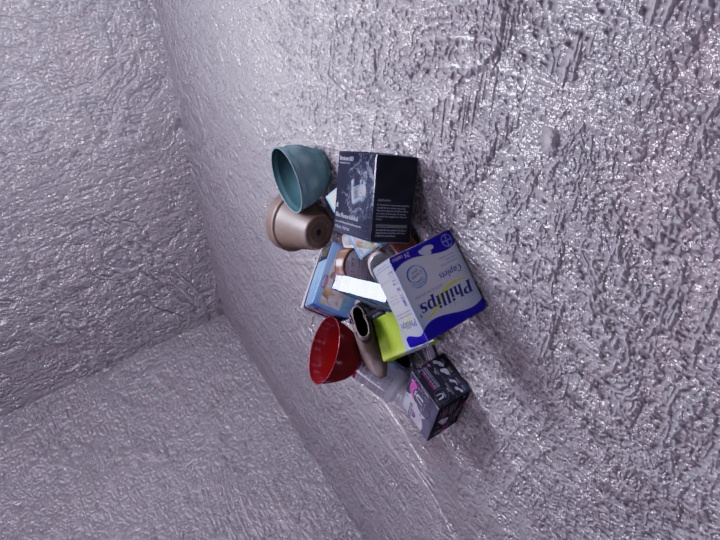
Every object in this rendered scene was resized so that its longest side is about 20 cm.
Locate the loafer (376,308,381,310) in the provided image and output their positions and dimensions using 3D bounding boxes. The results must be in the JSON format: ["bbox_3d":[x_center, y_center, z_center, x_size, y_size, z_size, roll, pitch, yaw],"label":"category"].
[{"bbox_3d":[0.081,0.070,1.717,0.072,0.072,0.199,67,156,-3],"label":"loafer"}]

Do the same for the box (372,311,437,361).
[{"bbox_3d":[0.125,0.160,1.640,0.199,0.047,0.124,-29,70,43],"label":"box"}]

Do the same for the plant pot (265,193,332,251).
[{"bbox_3d":[-0.178,-0.145,1.947,0.173,0.198,0.204,23,133,46],"label":"plant pot"}]

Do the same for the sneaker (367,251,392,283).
[{"bbox_3d":[0.076,-0.001,1.574,0.199,0.076,0.105,33,-170,-37],"label":"sneaker"}]

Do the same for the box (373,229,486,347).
[{"bbox_3d":[0.158,0.041,1.387,0.203,0.182,0.105,64,155,4],"label":"box"}]

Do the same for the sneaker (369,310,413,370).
[{"bbox_3d":[0.100,0.204,1.766,0.202,0.079,0.096,56,176,-18],"label":"sneaker"}]

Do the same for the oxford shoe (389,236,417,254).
[{"bbox_3d":[0.146,-0.020,1.529,0.202,0.070,0.074,56,-178,18],"label":"oxford shoe"}]

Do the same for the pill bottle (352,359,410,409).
[{"bbox_3d":[0.076,0.327,1.851,0.198,0.114,0.114,33,147,14],"label":"pill bottle"}]

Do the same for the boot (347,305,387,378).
[{"bbox_3d":[0.019,0.196,1.700,0.147,0.069,0.203,75,170,-70],"label":"boot"}]

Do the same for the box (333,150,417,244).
[{"bbox_3d":[0.031,-0.180,1.465,0.196,0.115,0.205,21,108,59],"label":"box"}]

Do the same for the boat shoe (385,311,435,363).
[{"bbox_3d":[0.138,0.188,1.710,0.201,0.067,0.074,59,156,16],"label":"boat shoe"}]

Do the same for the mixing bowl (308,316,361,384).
[{"bbox_3d":[-0.065,0.248,1.809,0.200,0.107,0.204,-43,38,46],"label":"mixing bowl"}]

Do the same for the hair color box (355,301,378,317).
[{"bbox_3d":[0.042,0.202,1.944,0.099,0.060,0.204,22,131,58],"label":"hair color box"}]

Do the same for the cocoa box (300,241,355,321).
[{"bbox_3d":[-0.078,0.038,1.842,0.131,0.131,0.204,-24,46,66],"label":"cocoa box"}]

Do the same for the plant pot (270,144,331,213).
[{"bbox_3d":[-0.169,-0.293,1.843,0.201,0.132,0.203,48,151,38],"label":"plant pot"}]

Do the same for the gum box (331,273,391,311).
[{"bbox_3d":[0.050,0.068,1.559,0.198,0.169,0.045,11,80,45],"label":"gum box"}]

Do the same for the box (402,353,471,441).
[{"bbox_3d":[0.201,0.349,1.666,0.133,0.113,0.202,51,152,29],"label":"box"}]

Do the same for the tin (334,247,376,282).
[{"bbox_3d":[0.000,0.000,1.687,0.041,0.198,0.115,2,84,35],"label":"tin"}]

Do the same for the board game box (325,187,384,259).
[{"bbox_3d":[0.008,-0.150,1.617,0.134,0.034,0.202,-35,75,23],"label":"board game box"}]

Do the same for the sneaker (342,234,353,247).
[{"bbox_3d":[0.007,-0.112,1.716,0.199,0.080,0.090,-3,105,59],"label":"sneaker"}]
